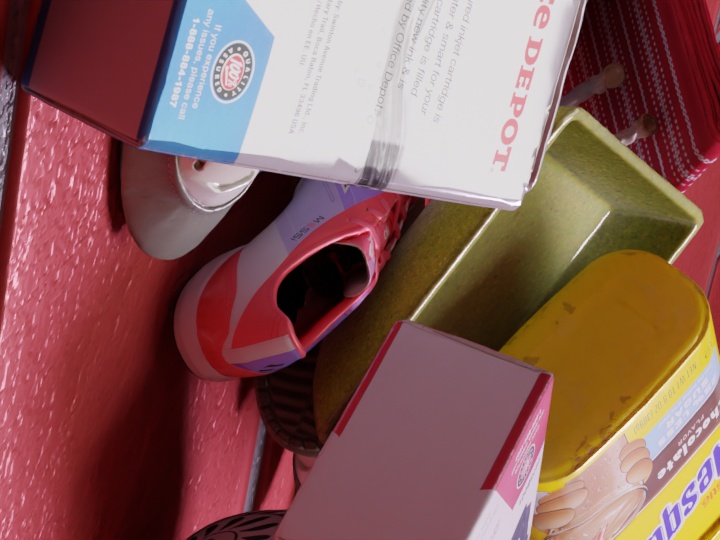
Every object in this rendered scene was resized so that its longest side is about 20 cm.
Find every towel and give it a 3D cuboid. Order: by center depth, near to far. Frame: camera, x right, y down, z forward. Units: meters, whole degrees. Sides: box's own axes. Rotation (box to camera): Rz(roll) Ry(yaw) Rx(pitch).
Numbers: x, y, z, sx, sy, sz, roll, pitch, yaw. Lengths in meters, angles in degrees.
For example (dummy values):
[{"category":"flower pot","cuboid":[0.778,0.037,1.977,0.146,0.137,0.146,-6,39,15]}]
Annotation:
[{"category":"towel","cuboid":[0.154,-0.098,1.647,0.200,0.022,0.145,126,-45,-64]}]

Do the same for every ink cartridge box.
[{"category":"ink cartridge box","cuboid":[-0.012,-0.112,1.119,0.199,0.084,0.146,8,101,-43]},{"category":"ink cartridge box","cuboid":[0.021,0.148,1.382,0.201,0.084,0.145,94,21,-48]}]

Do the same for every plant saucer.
[{"category":"plant saucer","cuboid":[0.065,0.013,1.469,0.200,0.048,0.200,-52,151,4]}]

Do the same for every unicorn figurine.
[{"category":"unicorn figurine","cuboid":[0.097,-0.053,1.617,0.137,0.074,0.200,-31,170,37]}]

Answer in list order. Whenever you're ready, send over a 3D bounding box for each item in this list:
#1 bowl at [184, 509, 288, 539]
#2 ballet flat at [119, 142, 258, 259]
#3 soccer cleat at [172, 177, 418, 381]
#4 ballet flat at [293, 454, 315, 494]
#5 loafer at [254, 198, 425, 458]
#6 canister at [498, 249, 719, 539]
[{"category":"bowl","cuboid":[-0.075,0.194,1.440,0.201,0.094,0.202,19,90,-77]},{"category":"ballet flat","cuboid":[-0.055,-0.083,1.203,0.067,0.064,0.201,-17,128,-41]},{"category":"soccer cleat","cuboid":[-0.007,-0.017,1.395,0.200,0.073,0.068,-47,122,-38]},{"category":"ballet flat","cuboid":[-0.006,0.065,1.621,0.064,0.067,0.201,22,85,-49]},{"category":"loafer","cuboid":[0.000,0.000,1.525,0.067,0.076,0.201,-16,124,-66]},{"category":"canister","cuboid":[0.128,0.096,1.518,0.149,0.086,0.200,-44,149,-14]}]
